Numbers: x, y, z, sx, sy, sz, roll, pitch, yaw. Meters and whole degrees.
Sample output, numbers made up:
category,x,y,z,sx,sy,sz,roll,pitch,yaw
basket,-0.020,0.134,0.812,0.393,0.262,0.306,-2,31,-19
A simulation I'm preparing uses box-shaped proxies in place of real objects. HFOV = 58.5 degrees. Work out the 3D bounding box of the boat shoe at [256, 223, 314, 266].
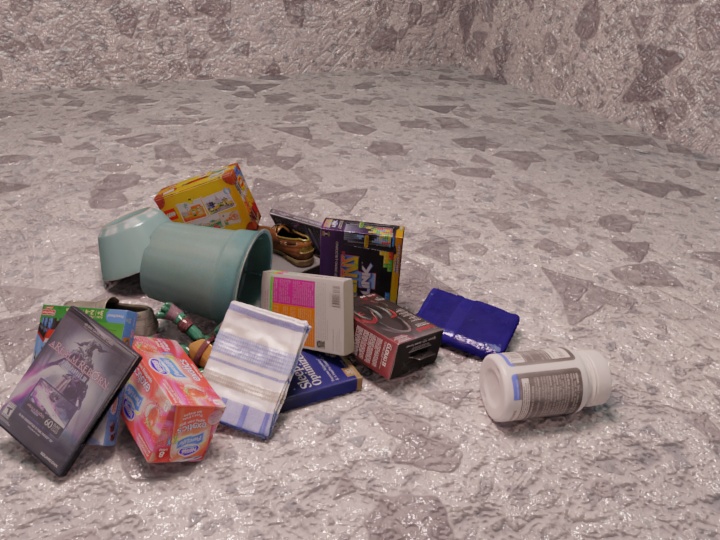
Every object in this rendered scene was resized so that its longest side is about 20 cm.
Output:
category,x,y,z,sx,sy,sz,roll,pitch,yaw
boat shoe,-0.181,-0.078,1.494,0.199,0.068,0.072,23,36,32

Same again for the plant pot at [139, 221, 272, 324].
category,x,y,z,sx,sy,sz,roll,pitch,yaw
plant pot,-0.288,0.002,1.201,0.194,0.202,0.201,12,30,7

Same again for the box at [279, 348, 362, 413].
category,x,y,z,sx,sy,sz,roll,pitch,yaw
box,-0.110,0.189,1.132,0.199,0.033,0.121,-13,33,-26

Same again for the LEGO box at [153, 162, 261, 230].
category,x,y,z,sx,sy,sz,roll,pitch,yaw
LEGO box,-0.357,-0.146,1.515,0.198,0.150,0.077,-16,27,9

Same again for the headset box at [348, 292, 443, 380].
category,x,y,z,sx,sy,sz,roll,pitch,yaw
headset box,0.047,0.121,1.200,0.199,0.076,0.148,27,23,35

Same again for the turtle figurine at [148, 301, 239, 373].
category,x,y,z,sx,sy,sz,roll,pitch,yaw
turtle figurine,-0.277,0.145,1.126,0.199,0.101,0.150,28,78,14

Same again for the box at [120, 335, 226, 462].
category,x,y,z,sx,sy,sz,roll,pitch,yaw
box,-0.306,0.195,0.996,0.094,0.103,0.200,14,16,-44

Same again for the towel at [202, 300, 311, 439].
category,x,y,z,sx,sy,sz,roll,pitch,yaw
towel,-0.179,0.157,1.047,0.146,0.024,0.201,17,72,7

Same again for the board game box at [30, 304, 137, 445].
category,x,y,z,sx,sy,sz,roll,pitch,yaw
board game box,-0.433,0.157,0.986,0.150,0.202,0.037,3,-12,12

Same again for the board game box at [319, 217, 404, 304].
category,x,y,z,sx,sy,sz,roll,pitch,yaw
board game box,0.000,0.000,1.311,0.164,0.201,0.057,5,30,4

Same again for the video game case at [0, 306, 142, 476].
category,x,y,z,sx,sy,sz,roll,pitch,yaw
video game case,-0.429,0.174,0.945,0.142,0.201,0.019,31,-4,17

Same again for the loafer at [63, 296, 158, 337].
category,x,y,z,sx,sy,sz,roll,pitch,yaw
loafer,-0.483,0.080,1.238,0.198,0.070,0.070,8,29,8

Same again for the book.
category,x,y,z,sx,sy,sz,roll,pitch,yaw
book,-0.101,0.073,1.181,0.199,0.135,0.048,7,12,37

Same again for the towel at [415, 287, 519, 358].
category,x,y,z,sx,sy,sz,roll,pitch,yaw
towel,0.209,0.113,1.299,0.199,0.050,0.148,17,39,22

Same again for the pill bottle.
category,x,y,z,sx,sy,sz,roll,pitch,yaw
pill bottle,0.315,0.191,1.098,0.198,0.115,0.114,-3,30,-13

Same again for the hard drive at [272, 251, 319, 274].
category,x,y,z,sx,sy,sz,roll,pitch,yaw
hard drive,-0.196,-0.023,1.500,0.199,0.033,0.139,27,36,35

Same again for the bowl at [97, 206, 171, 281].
category,x,y,z,sx,sy,sz,roll,pitch,yaw
bowl,-0.485,-0.068,1.395,0.199,0.106,0.201,-20,18,7

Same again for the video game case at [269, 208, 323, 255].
category,x,y,z,sx,sy,sz,roll,pitch,yaw
video game case,-0.107,-0.076,1.510,0.199,0.143,0.019,18,66,22
